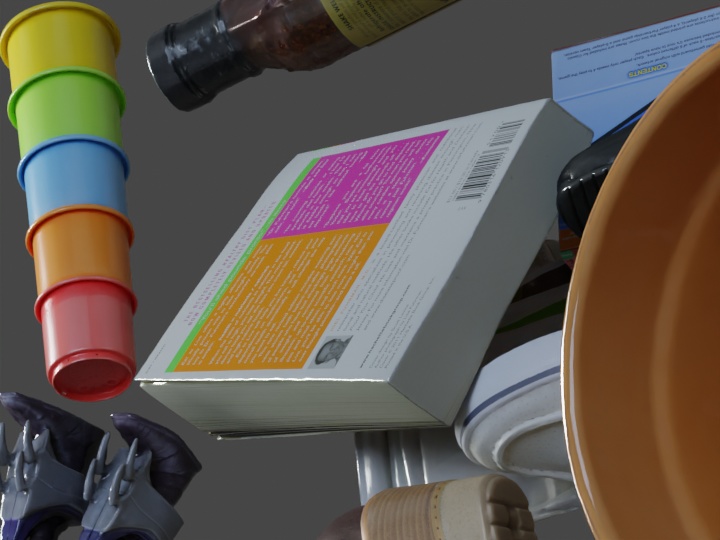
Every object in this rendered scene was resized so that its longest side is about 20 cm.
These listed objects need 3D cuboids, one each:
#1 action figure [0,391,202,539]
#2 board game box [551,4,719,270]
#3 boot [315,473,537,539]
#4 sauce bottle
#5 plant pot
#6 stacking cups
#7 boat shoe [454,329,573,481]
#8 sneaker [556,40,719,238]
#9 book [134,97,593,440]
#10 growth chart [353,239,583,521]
[{"bbox_3d":[-0.137,0.156,1.137,0.130,0.069,0.200,2,66,31],"label":"action figure"},{"bbox_3d":[0.173,-0.068,1.077,0.200,0.019,0.103,-14,54,21],"label":"board game box"},{"bbox_3d":[0.006,0.186,1.031,0.166,0.072,0.200,-29,53,37],"label":"boot"},{"bbox_3d":[-0.006,-0.131,1.229,0.200,0.066,0.066,-25,50,19],"label":"sauce bottle"},{"bbox_3d":[0.179,0.029,0.849,0.200,0.140,0.200,-17,68,49],"label":"plant pot"},{"bbox_3d":[-0.134,-0.034,1.260,0.060,0.061,0.200,-25,50,20],"label":"stacking cups"},{"bbox_3d":[0.129,0.059,0.989,0.200,0.071,0.070,-9,55,16],"label":"boat shoe"},{"bbox_3d":[0.166,-0.068,1.026,0.200,0.074,0.089,-18,53,6],"label":"sneaker"},{"bbox_3d":[0.000,0.000,1.102,0.200,0.048,0.134,-7,50,60],"label":"book"},{"bbox_3d":[0.078,0.045,1.087,0.200,0.018,0.145,-15,54,28],"label":"growth chart"}]
